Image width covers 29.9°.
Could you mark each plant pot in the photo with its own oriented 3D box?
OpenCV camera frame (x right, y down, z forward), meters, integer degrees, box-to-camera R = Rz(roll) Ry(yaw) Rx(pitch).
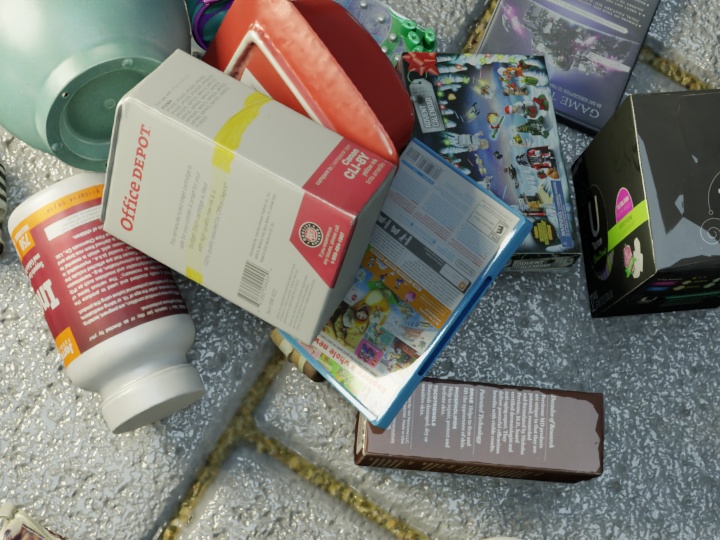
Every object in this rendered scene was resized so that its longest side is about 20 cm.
[{"bbox_3d":[-0.222,-0.167,1.103,0.199,0.201,0.135,-25,55,-9],"label":"plant pot"}]

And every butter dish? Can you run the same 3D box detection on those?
[{"bbox_3d":[-0.027,-0.139,1.134,0.147,0.200,0.200,-31,80,-36],"label":"butter dish"}]

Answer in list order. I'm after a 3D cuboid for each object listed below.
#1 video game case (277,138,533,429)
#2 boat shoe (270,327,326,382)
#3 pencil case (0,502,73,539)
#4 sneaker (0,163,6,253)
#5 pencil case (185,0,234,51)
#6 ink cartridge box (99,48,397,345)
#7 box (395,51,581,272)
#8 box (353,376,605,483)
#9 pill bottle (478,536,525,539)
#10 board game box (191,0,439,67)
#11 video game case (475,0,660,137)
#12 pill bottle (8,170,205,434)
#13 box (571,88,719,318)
[{"bbox_3d":[0.032,0.008,1.092,0.143,0.018,0.201,40,97,38],"label":"video game case"},{"bbox_3d":[0.000,0.000,1.175,0.076,0.072,0.200,38,75,21],"label":"boat shoe"},{"bbox_3d":[-0.213,0.263,1.090,0.199,0.078,0.090,24,97,1],"label":"pencil case"},{"bbox_3d":[-0.404,-0.075,1.163,0.199,0.076,0.116,6,68,-11],"label":"sneaker"},{"bbox_3d":[-0.131,-0.293,1.193,0.084,0.093,0.201,-20,64,6],"label":"pencil case"},{"bbox_3d":[-0.091,-0.057,1.044,0.199,0.146,0.084,29,45,7],"label":"ink cartridge box"},{"bbox_3d":[0.107,-0.095,1.167,0.136,0.040,0.202,-1,65,-12],"label":"box"},{"bbox_3d":[0.098,0.134,1.133,0.198,0.100,0.076,7,77,-3],"label":"box"},{"bbox_3d":[0.108,0.266,1.053,0.110,0.200,0.112,1,78,-5],"label":"pill bottle"},{"bbox_3d":[-0.058,-0.187,1.230,0.199,0.026,0.201,32,77,3],"label":"board game box"},{"bbox_3d":[0.200,-0.239,1.266,0.142,0.019,0.201,23,78,1],"label":"video game case"},{"bbox_3d":[-0.208,0.028,1.125,0.112,0.113,0.201,-24,80,-9],"label":"pill bottle"},{"bbox_3d":[0.267,-0.052,1.136,0.123,0.200,0.150,-5,77,-5],"label":"box"}]
